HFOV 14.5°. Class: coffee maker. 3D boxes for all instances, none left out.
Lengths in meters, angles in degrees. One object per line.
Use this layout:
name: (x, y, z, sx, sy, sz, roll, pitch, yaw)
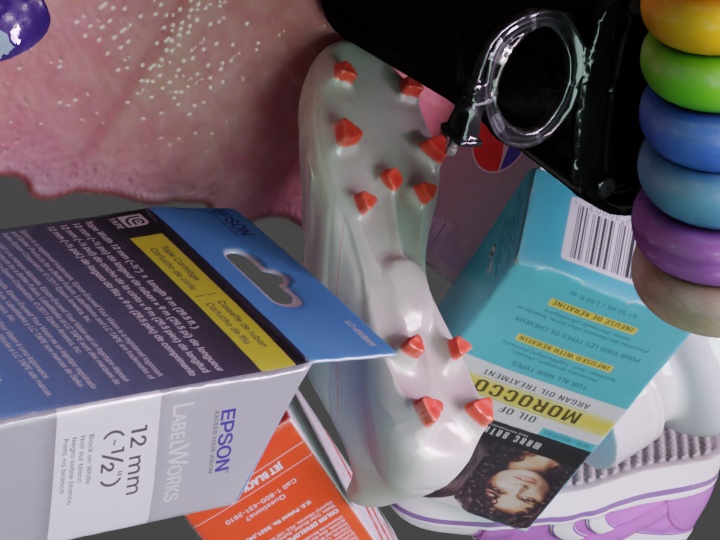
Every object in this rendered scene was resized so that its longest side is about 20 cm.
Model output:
coffee maker: (0.070, -0.118, 1.110, 0.192, 0.200, 0.135, 15, 105, -42)

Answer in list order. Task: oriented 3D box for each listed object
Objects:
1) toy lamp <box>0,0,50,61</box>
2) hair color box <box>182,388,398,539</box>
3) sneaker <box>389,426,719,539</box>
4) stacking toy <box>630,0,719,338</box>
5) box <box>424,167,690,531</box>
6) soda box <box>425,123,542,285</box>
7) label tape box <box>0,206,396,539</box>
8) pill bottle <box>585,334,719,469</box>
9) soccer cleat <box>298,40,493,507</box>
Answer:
toy lamp: (-0.155, -0.169, 1.010, 0.058, 0.058, 0.201, -25, 128, -23)
hair color box: (-0.031, 0.105, 1.225, 0.064, 0.111, 0.200, -32, 132, 2)
sneaker: (0.086, 0.132, 1.365, 0.200, 0.073, 0.115, 1, 120, -36)
stacking toy: (0.130, -0.079, 0.989, 0.085, 0.085, 0.201, -24, 124, -24)
box: (0.072, 0.038, 1.206, 0.082, 0.049, 0.200, 19, 146, -8)
soda box: (0.100, -0.078, 1.252, 0.068, 0.063, 0.200, 23, 100, -44)
label tape box: (-0.108, 0.039, 1.105, 0.199, 0.143, 0.066, -8, 121, -31)
pill bottle: (0.173, 0.008, 1.326, 0.200, 0.111, 0.111, -31, 131, -19)
soccer cleat: (0.000, 0.000, 1.167, 0.069, 0.201, 0.078, 9, 149, -37)
